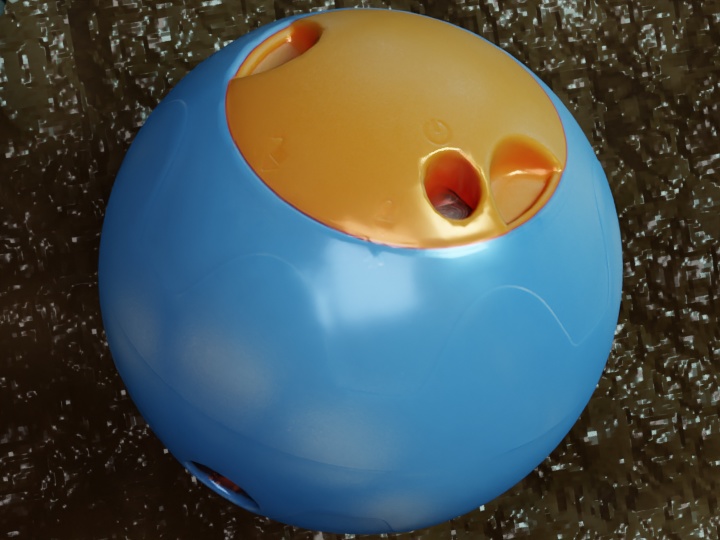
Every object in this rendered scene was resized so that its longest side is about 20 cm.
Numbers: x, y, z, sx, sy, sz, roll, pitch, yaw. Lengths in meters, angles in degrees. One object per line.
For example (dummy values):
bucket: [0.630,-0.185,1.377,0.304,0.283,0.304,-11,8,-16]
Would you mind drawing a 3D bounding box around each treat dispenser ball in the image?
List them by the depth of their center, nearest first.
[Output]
treat dispenser ball: [0.000,0.000,1.148,0.200,0.201,0.202,0,93,-5]

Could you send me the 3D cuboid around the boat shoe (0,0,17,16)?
boat shoe: [-0.204,-0.133,1.153,0.200,0.072,0.068,30,81,36]
